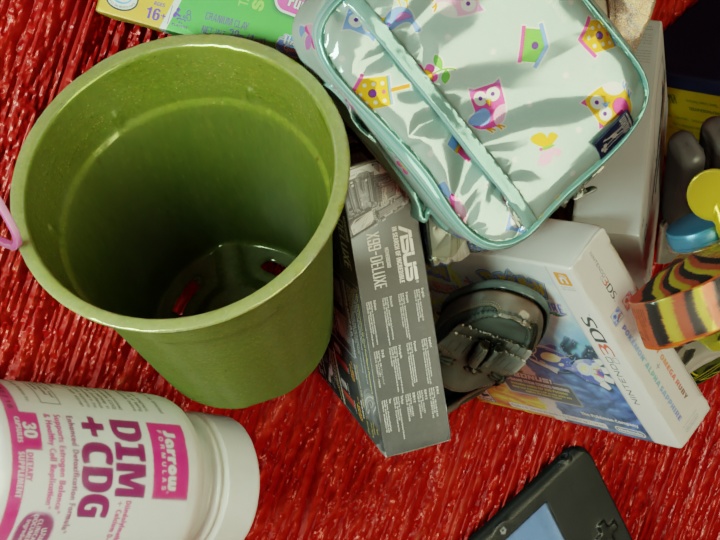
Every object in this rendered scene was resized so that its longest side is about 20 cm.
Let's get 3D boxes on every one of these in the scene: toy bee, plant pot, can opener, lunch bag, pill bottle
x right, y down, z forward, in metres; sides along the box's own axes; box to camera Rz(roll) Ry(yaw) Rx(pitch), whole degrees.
[{"bbox_3d":[0.259,-0.019,1.384,0.131,0.109,0.200,53,43,-32],"label":"toy bee"},{"bbox_3d":[-0.089,-0.009,1.277,0.200,0.200,0.190,-50,154,-16],"label":"plant pot"},{"bbox_3d":[0.240,-0.065,1.545,0.053,0.067,0.200,-23,155,-5],"label":"can opener"},{"bbox_3d":[0.066,-0.115,1.234,0.160,0.077,0.200,-45,107,-11],"label":"lunch bag"},{"bbox_3d":[-0.170,0.130,1.304,0.200,0.113,0.114,8,97,-39],"label":"pill bottle"}]

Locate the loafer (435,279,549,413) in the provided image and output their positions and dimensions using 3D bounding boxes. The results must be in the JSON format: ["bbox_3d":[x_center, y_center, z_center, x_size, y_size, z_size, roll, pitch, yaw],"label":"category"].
[{"bbox_3d":[0.070,0.066,1.418,0.072,0.200,0.063,24,64,-11],"label":"loafer"}]

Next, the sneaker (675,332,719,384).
[{"bbox_3d":[0.234,0.070,1.620,0.200,0.075,0.085,-18,151,-15],"label":"sneaker"}]

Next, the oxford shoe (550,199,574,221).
[{"bbox_3d":[0.136,-0.082,1.511,0.074,0.071,0.200,-34,121,-29],"label":"oxford shoe"}]

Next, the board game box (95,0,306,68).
[{"bbox_3d":[-0.062,-0.233,1.274,0.040,0.153,0.200,6,100,-78],"label":"board game box"}]

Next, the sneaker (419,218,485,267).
[{"bbox_3d":[0.067,-0.106,1.314,0.085,0.077,0.201,-7,99,-12],"label":"sneaker"}]

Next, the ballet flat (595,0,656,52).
[{"bbox_3d":[0.127,-0.130,1.356,0.067,0.068,0.200,10,112,-46],"label":"ballet flat"}]

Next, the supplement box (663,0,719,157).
[{"bbox_3d":[0.308,-0.103,1.610,0.109,0.109,0.200,-41,123,-22],"label":"supplement box"}]

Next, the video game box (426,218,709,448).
[{"bbox_3d":[0.122,0.034,1.443,0.047,0.200,0.182,-49,125,-25],"label":"video game box"}]

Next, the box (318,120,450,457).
[{"bbox_3d":[0.000,0.000,1.369,0.050,0.158,0.200,-14,111,-13],"label":"box"}]

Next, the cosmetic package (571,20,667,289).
[{"bbox_3d":[0.185,-0.074,1.468,0.200,0.052,0.151,53,46,-74],"label":"cosmetic package"}]

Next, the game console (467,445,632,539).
[{"bbox_3d":[0.137,0.260,1.625,0.200,0.031,0.177,-40,123,-23],"label":"game console"}]

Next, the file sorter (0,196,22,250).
[{"bbox_3d":[-0.309,-0.017,1.152,0.200,0.125,0.139,-39,122,-23],"label":"file sorter"}]
